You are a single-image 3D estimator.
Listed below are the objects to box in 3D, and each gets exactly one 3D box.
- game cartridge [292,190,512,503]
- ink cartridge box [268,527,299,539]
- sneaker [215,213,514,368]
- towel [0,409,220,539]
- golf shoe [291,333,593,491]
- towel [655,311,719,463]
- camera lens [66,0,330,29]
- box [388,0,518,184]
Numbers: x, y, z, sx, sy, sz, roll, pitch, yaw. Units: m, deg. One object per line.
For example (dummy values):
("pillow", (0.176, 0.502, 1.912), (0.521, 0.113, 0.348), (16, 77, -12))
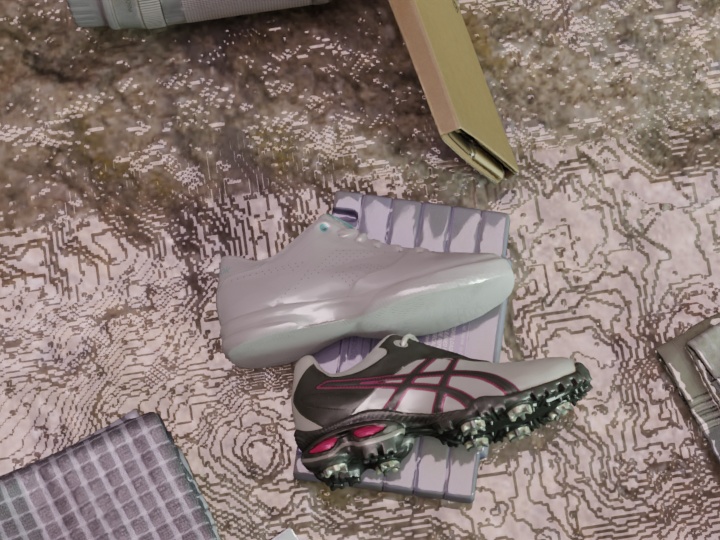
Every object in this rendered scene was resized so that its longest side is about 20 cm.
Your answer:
("game cartridge", (0.031, 0.052, 1.431), (0.129, 0.038, 0.201), (9, 76, -1))
("ink cartridge box", (-0.072, 0.271, 1.314), (0.173, 0.044, 0.201), (-35, 114, -5))
("sneaker", (0.000, 0.000, 1.397), (0.199, 0.075, 0.089), (-10, 64, 0))
("towel", (-0.166, 0.204, 1.369), (0.165, 0.086, 0.201), (-26, 77, -6))
("golf shoe", (0.051, 0.076, 1.372), (0.199, 0.077, 0.089), (-13, 69, -3))
("towel", (0.326, 0.088, 1.416), (0.199, 0.035, 0.193), (-29, 78, -5))
("camera lens", (-0.107, -0.253, 1.442), (0.199, 0.160, 0.161), (-8, 76, -1))
("box", (0.048, -0.167, 1.418), (0.021, 0.163, 0.201), (-22, 76, 14))
